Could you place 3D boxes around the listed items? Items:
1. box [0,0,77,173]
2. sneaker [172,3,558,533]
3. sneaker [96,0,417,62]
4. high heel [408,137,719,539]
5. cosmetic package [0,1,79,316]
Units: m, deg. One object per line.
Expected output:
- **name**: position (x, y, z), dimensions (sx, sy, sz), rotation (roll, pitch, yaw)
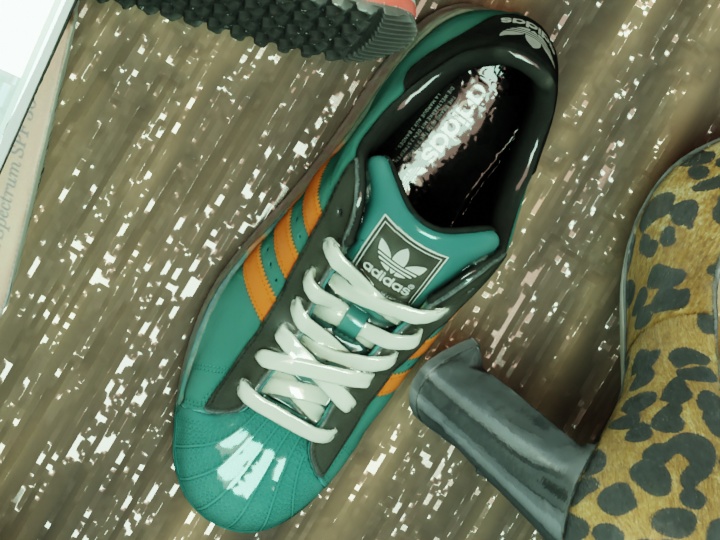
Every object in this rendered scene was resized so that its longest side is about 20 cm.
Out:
- **box**: position (-0.164, -0.027, 0.799), dimensions (0.117, 0.060, 0.200), rotation (24, 100, -10)
- **sneaker**: position (0.000, 0.000, 0.951), dimensions (0.071, 0.080, 0.200), rotation (30, 92, -9)
- **sneaker**: position (-0.068, -0.139, 0.950), dimensions (0.200, 0.070, 0.093), rotation (17, 74, -4)
- **high heel**: position (0.132, 0.030, 0.931), dimensions (0.200, 0.143, 0.071), rotation (-34, 134, -15)
- **cosmetic package**: position (-0.198, -0.061, 0.922), dimensions (0.200, 0.087, 0.103), rotation (13, 99, -6)
